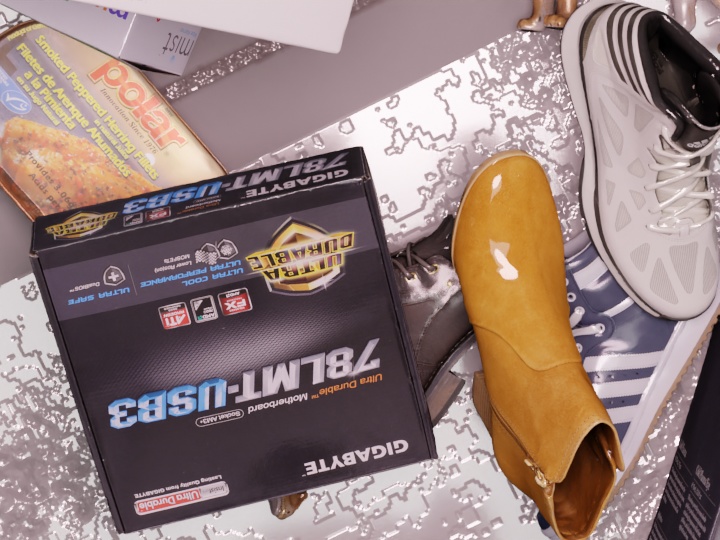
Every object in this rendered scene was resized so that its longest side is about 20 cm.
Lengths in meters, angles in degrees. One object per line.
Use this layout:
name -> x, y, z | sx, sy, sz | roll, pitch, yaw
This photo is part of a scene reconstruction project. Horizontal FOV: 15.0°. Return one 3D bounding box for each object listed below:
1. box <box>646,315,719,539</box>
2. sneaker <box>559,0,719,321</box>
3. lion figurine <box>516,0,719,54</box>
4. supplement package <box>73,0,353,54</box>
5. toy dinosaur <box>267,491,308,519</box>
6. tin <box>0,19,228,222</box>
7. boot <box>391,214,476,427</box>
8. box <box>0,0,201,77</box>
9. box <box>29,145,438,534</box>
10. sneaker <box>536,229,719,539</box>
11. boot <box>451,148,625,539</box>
box -> 0.252, 0.118, 1.625 | 0.104, 0.200, 0.182 | 15, 97, -2
sneaker -> 0.176, -0.058, 1.587 | 0.076, 0.115, 0.201 | -21, 103, -14
lion figurine -> 0.162, -0.199, 1.659 | 0.200, 0.072, 0.123 | 9, 89, -17
supplement package -> -0.103, -0.198, 1.441 | 0.200, 0.117, 0.117 | 9, 104, -31
toy dinosaur -> -0.076, 0.054, 1.688 | 0.106, 0.060, 0.200 | -6, 93, -27
tin -> -0.155, -0.065, 1.667 | 0.112, 0.042, 0.200 | -40, 93, 6
boot -> 0.000, 0.000, 1.642 | 0.174, 0.069, 0.200 | 23, 97, -25
box -> -0.169, -0.232, 1.591 | 0.200, 0.097, 0.177 | 26, 96, 19
box -> -0.071, 0.042, 1.589 | 0.200, 0.050, 0.199 | -12, 118, 1
sneaker -> 0.135, 0.060, 1.678 | 0.108, 0.070, 0.200 | 31, 88, -10
boot -> 0.110, 0.045, 1.577 | 0.071, 0.144, 0.201 | -12, 122, -18
